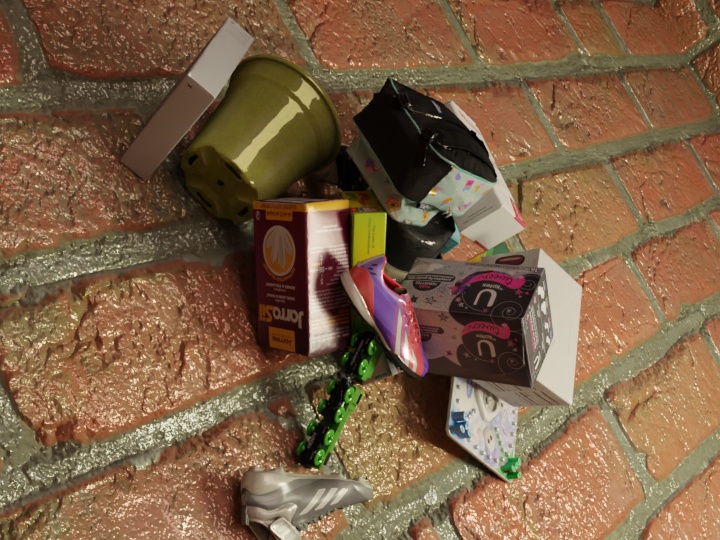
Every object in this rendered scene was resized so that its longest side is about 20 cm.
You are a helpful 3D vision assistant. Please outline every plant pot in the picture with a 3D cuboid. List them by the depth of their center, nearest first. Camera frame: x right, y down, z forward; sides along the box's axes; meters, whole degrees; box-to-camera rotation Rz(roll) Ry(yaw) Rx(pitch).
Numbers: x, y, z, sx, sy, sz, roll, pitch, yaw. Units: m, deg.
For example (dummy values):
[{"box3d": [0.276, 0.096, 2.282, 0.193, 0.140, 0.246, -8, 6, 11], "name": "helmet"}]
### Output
[{"box3d": [-0.155, -0.175, 1.327, 0.200, 0.200, 0.185, 45, 52, -11], "name": "plant pot"}]

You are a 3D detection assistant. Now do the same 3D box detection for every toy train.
[{"box3d": [-0.025, 0.176, 1.244, 0.202, 0.041, 0.056, -64, 151, -11], "name": "toy train"}]

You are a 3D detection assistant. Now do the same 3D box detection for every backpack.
[{"box3d": [0.091, -0.153, 1.290, 0.198, 0.154, 0.177, 2, 45, -50], "name": "backpack"}]

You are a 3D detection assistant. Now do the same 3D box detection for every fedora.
[{"box3d": [0.079, -0.063, 1.409, 0.199, 0.091, 0.204, 20, 60, -39], "name": "fedora"}]

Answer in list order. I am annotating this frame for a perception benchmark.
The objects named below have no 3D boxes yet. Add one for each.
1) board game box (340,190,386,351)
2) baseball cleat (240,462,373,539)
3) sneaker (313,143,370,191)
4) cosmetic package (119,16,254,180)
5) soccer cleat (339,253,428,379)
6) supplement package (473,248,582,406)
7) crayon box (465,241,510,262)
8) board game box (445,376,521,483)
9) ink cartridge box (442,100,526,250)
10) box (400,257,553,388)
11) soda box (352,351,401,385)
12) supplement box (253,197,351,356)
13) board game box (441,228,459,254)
[{"box3d": [0.000, 0.000, 1.302, 0.047, 0.203, 0.102, -2, 22, -11], "name": "board game box"}, {"box3d": [-0.069, 0.305, 1.173, 0.198, 0.069, 0.108, 14, 68, -32], "name": "baseball cleat"}, {"box3d": [-0.016, -0.160, 1.427, 0.071, 0.200, 0.073, 2, 104, -24], "name": "sneaker"}, {"box3d": [-0.238, -0.232, 1.257, 0.051, 0.199, 0.152, 39, 43, -15], "name": "cosmetic package"}, {"box3d": [0.049, 0.066, 1.245, 0.201, 0.073, 0.068, 54, 8, -27], "name": "soccer cleat"}, {"box3d": [0.260, 0.093, 1.449, 0.155, 0.110, 0.203, 34, 57, -43], "name": "supplement package"}, {"box3d": [0.158, 0.021, 1.528, 0.199, 0.125, 0.052, -26, 86, -50], "name": "crayon box"}, {"box3d": [0.208, 0.206, 1.471, 0.200, 0.026, 0.202, 41, 47, -39], "name": "board game box"}, {"box3d": [0.173, -0.150, 1.474, 0.145, 0.083, 0.202, 23, 40, -63], "name": "ink cartridge box"}, {"box3d": [0.158, 0.071, 1.303, 0.115, 0.197, 0.134, -57, 142, -43], "name": "box"}, {"box3d": [0.078, 0.118, 1.426, 0.199, 0.068, 0.064, -14, 82, -48], "name": "soda box"}, {"box3d": [-0.079, 0.005, 1.256, 0.085, 0.109, 0.204, -9, 101, -46], "name": "supplement box"}, {"box3d": [0.111, -0.148, 1.661, 0.150, 0.047, 0.202, 29, 46, -27], "name": "board game box"}]
